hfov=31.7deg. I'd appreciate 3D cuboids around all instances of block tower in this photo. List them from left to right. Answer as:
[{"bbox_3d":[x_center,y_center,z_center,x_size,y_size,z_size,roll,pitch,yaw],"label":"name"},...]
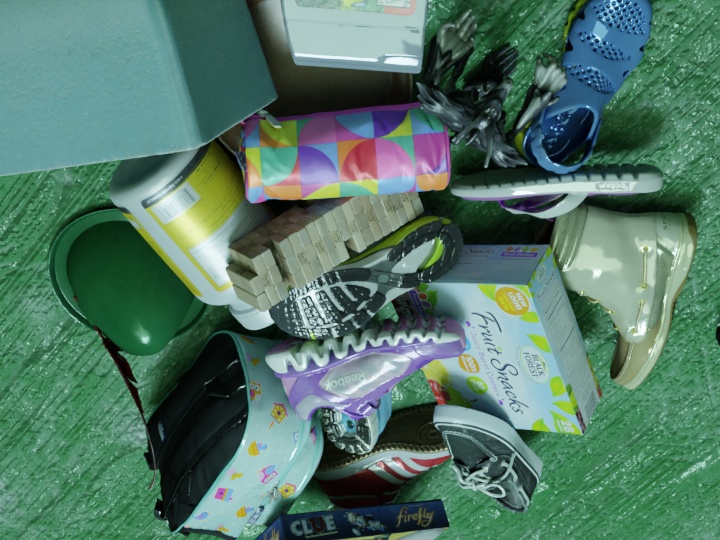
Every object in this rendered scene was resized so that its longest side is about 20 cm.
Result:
[{"bbox_3d":[-0.031,-0.039,1.190,0.199,0.058,0.054,-34,120,-22],"label":"block tower"}]

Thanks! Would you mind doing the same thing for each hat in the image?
[{"bbox_3d":[-0.231,0.063,1.257,0.199,0.177,0.166,35,119,-21],"label":"hat"}]

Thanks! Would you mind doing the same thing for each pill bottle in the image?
[{"bbox_3d":[-0.141,-0.039,1.225,0.111,0.112,0.200,-27,120,19],"label":"pill bottle"}]

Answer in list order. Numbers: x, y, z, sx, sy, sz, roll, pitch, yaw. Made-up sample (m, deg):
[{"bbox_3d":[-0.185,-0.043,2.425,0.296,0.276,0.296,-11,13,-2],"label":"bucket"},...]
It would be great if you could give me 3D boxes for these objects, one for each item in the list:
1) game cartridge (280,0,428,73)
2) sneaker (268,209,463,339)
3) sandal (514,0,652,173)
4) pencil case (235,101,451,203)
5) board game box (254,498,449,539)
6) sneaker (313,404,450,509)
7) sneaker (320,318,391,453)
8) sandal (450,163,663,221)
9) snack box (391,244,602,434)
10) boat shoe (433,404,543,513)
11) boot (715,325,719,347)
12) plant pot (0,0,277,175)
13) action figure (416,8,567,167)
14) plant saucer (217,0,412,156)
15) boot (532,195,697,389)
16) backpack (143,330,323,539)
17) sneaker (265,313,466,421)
[{"bbox_3d":[-0.004,-0.271,1.079,0.132,0.041,0.202,4,112,0],"label":"game cartridge"},{"bbox_3d":[0.000,0.000,1.234,0.199,0.081,0.074,-25,118,-10],"label":"sneaker"},{"bbox_3d":[0.206,-0.165,1.148,0.079,0.087,0.201,17,122,-8],"label":"sandal"},{"bbox_3d":[-0.017,-0.107,1.141,0.198,0.089,0.089,-3,125,-4],"label":"pencil case"},{"bbox_3d":[-0.020,0.298,1.389,0.198,0.035,0.136,0,149,-29],"label":"board game box"},{"bbox_3d":[0.049,0.223,1.432,0.198,0.072,0.113,-13,127,9],"label":"sneaker"},{"bbox_3d":[-0.008,0.087,1.341,0.078,0.090,0.202,5,112,31],"label":"sneaker"},{"bbox_3d":[0.184,-0.070,1.198,0.200,0.082,0.050,-2,103,16],"label":"sandal"},{"bbox_3d":[0.136,0.069,1.284,0.167,0.068,0.201,2,132,35],"label":"snack box"},{"bbox_3d":[0.131,0.203,1.335,0.073,0.069,0.199,3,154,30],"label":"boat shoe"},{"bbox_3d":[0.430,0.029,1.283,0.168,0.077,0.200,-37,123,19],"label":"boot"},{"bbox_3d":[-0.205,-0.208,1.052,0.194,0.196,0.202,-5,108,18],"label":"plant pot"},{"bbox_3d":[0.104,-0.161,1.081,0.118,0.200,0.102,29,111,-14],"label":"action figure"},{"bbox_3d":[-0.051,-0.177,1.174,0.198,0.035,0.202,1,124,1],"label":"plant saucer"},{"bbox_3d":[0.241,0.023,1.286,0.153,0.072,0.202,9,119,-6],"label":"boot"},{"bbox_3d":[-0.126,0.167,1.335,0.152,0.177,0.201,10,127,-27],"label":"backpack"},{"bbox_3d":[0.010,0.098,1.239,0.198,0.080,0.089,-12,96,12],"label":"sneaker"}]
